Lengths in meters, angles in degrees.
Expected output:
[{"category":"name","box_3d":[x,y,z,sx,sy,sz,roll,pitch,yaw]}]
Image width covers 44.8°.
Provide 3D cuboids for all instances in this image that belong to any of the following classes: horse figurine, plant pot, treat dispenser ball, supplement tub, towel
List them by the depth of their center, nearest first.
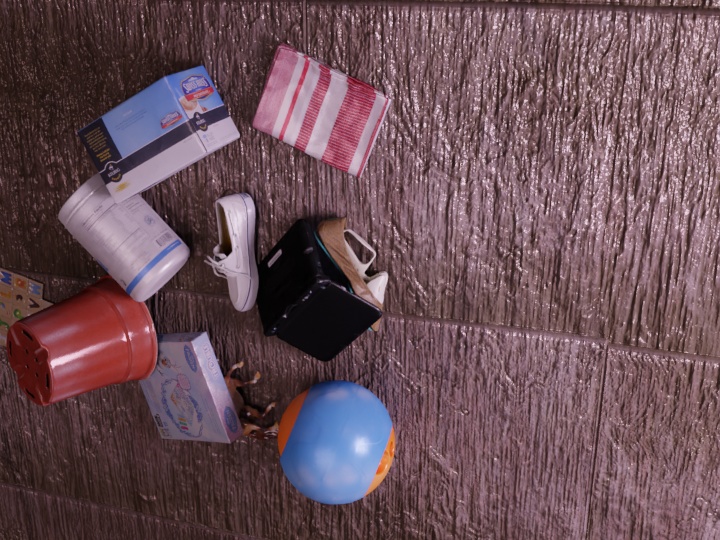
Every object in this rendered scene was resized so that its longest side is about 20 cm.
[{"category":"towel","box_3d":[-0.064,-0.249,1.371,0.198,0.023,0.146,27,116,7]},{"category":"treat dispenser ball","box_3d":[-0.040,0.286,1.463,0.198,0.201,0.204,6,112,16]},{"category":"supplement tub","box_3d":[-0.401,-0.059,1.494,0.200,0.132,0.132,46,117,-2]},{"category":"plant pot","box_3d":[-0.492,0.130,1.524,0.199,0.194,0.204,17,116,38]},{"category":"horse figurine","box_3d":[-0.217,0.239,1.586,0.131,0.050,0.202,-22,106,33]}]

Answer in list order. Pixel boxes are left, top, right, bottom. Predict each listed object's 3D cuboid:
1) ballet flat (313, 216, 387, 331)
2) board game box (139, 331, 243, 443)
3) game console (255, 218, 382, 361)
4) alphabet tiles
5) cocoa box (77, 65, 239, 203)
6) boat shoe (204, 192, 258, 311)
[{"category":"ballet flat","box_3d":[0.000,0.000,1.427,0.072,0.068,0.202,-29,95,9]},{"category":"board game box","box_3d":[-0.321,0.212,1.586,0.197,0.043,0.203,-4,110,41]},{"category":"game console","box_3d":[-0.078,0.037,1.442,0.200,0.115,0.178,-43,56,46]},{"category":"alphabet tiles","box_3d":[-0.681,0.079,1.708,0.197,0.006,0.169,19,115,11]},{"category":"cocoa box","box_3d":[-0.323,-0.220,1.405,0.198,0.133,0.133,-24,101,24]},{"category":"boat shoe","box_3d":[-0.221,-0.024,1.459,0.074,0.085,0.205,25,119,46]}]
